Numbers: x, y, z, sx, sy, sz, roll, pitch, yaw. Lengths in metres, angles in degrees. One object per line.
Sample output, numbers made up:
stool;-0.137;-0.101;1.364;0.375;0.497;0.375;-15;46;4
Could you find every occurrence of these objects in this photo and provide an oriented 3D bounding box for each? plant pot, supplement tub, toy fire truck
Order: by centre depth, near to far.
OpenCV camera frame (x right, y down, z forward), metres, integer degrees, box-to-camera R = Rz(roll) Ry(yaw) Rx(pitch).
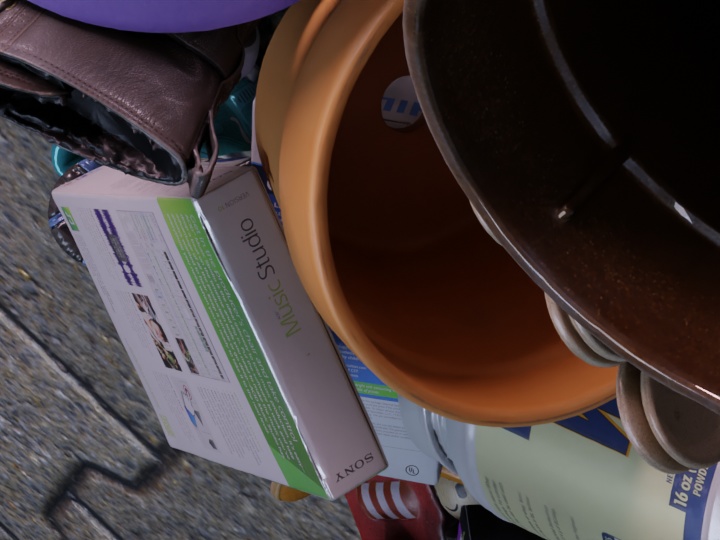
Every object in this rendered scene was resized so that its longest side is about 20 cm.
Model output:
plant pot;0.150;-0.086;0.677;0.200;0.198;0.201;35;155;19
plant pot;0.045;-0.055;0.923;0.201;0.200;0.140;57;169;-28
supplement tub;0.129;0.062;1.008;0.199;0.145;0.146;22;148;38
toy fire truck;0.046;0.130;1.307;0.200;0.112;0.169;-12;103;60

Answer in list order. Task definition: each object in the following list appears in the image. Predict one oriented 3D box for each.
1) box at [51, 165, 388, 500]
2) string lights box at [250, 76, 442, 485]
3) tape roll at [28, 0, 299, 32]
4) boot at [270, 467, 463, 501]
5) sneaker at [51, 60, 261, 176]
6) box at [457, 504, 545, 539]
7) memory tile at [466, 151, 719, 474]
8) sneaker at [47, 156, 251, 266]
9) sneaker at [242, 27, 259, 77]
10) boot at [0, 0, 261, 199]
box;-0.068;0.023;1.033;0.200;0.036;0.145;9;125;66
string lights box;0.000;0.000;1.088;0.102;0.059;0.201;10;124;8
tape roll;-0.073;-0.194;0.841;0.199;0.200;0.085;38;156;12
boot;0.050;0.096;1.201;0.144;0.071;0.202;39;126;3
sneaker;-0.100;-0.076;1.217;0.078;0.080;0.199;52;154;-18
box;0.115;0.204;1.211;0.142;0.036;0.201;-1;132;-6
memory tile;0.112;-0.041;0.812;0.017;0.201;0.154;-18;119;43
sneaker;-0.061;-0.029;1.171;0.198;0.076;0.077;7;178;-11
sneaker;-0.113;-0.107;1.152;0.200;0.072;0.085;31;116;53
boot;-0.107;-0.131;0.880;0.199;0.175;0.069;29;147;11
